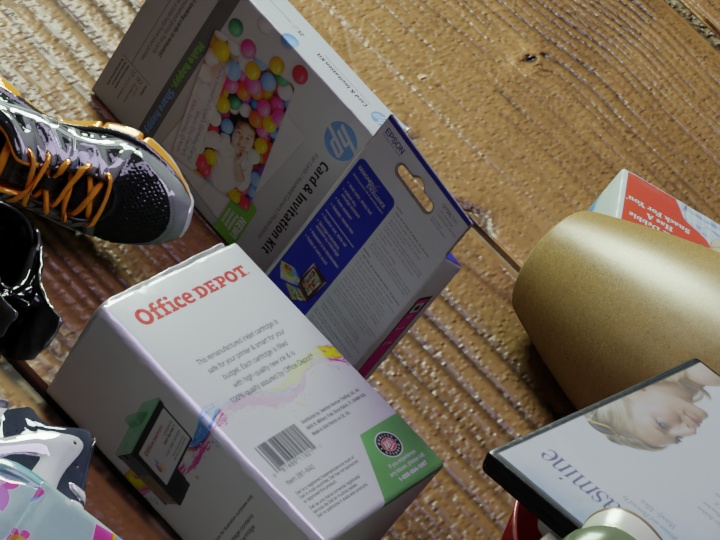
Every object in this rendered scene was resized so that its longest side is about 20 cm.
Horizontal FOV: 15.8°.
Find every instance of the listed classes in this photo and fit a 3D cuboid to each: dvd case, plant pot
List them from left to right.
[{"bbox_3d":[0.209,0.049,1.836,0.200,0.187,0.186,39,32,27],"label":"plant pot"},{"bbox_3d":[0.188,0.124,1.543,0.200,0.018,0.143,-20,49,-41],"label":"dvd case"}]

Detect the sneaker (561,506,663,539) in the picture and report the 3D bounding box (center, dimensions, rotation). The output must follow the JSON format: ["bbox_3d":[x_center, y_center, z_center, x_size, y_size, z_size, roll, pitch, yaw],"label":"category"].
[{"bbox_3d":[0.173,0.218,1.387,0.200,0.067,0.090,45,29,13],"label":"sneaker"}]

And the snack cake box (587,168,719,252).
[{"bbox_3d":[0.262,0.021,1.992,0.200,0.067,0.115,30,37,-10],"label":"snack cake box"}]

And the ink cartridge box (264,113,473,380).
[{"bbox_3d":[0.000,0.000,1.663,0.037,0.200,0.095,-10,57,-47],"label":"ink cartridge box"}]

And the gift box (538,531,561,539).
[{"bbox_3d":[0.072,0.273,1.438,0.200,0.185,0.187,38,25,8],"label":"gift box"}]

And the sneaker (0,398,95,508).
[{"bbox_3d":[-0.167,0.146,1.449,0.199,0.080,0.130,36,41,16],"label":"sneaker"}]

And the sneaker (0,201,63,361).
[{"bbox_3d":[-0.226,-0.009,1.556,0.060,0.104,0.200,16,40,-28],"label":"sneaker"}]

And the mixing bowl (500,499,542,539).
[{"bbox_3d":[0.151,0.226,1.615,0.200,0.108,0.200,25,36,-20],"label":"mixing bowl"}]

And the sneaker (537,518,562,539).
[{"bbox_3d":[0.214,0.176,1.567,0.200,0.074,0.118,-7,46,-34],"label":"sneaker"}]

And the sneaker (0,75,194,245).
[{"bbox_3d":[-0.203,-0.064,1.662,0.200,0.078,0.077,23,22,-2],"label":"sneaker"}]

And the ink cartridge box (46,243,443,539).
[{"bbox_3d":[-0.071,0.095,1.591,0.200,0.084,0.145,46,35,12],"label":"ink cartridge box"}]

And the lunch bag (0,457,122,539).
[{"bbox_3d":[-0.171,0.195,1.324,0.200,0.160,0.077,38,39,-9],"label":"lunch bag"}]

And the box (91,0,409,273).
[{"bbox_3d":[-0.078,-0.110,1.762,0.200,0.156,0.041,48,38,14],"label":"box"}]
